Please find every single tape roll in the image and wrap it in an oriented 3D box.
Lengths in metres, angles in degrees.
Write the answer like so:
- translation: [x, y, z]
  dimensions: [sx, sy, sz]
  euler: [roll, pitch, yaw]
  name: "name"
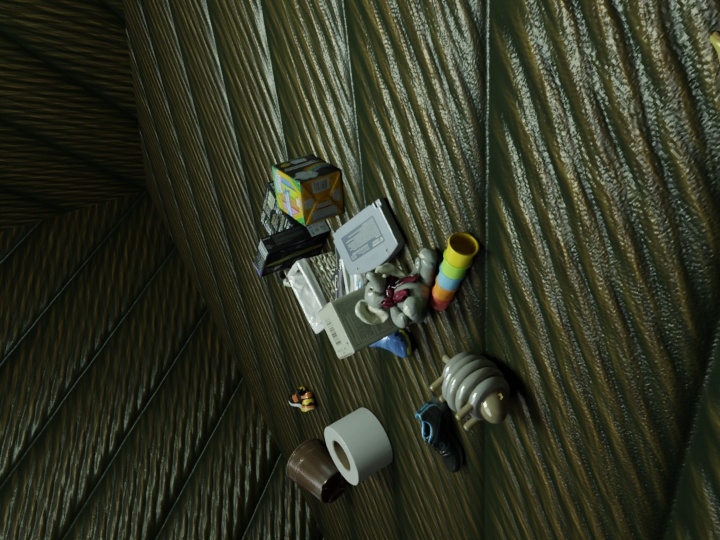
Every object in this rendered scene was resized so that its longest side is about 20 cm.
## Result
- translation: [-0.007, 0.566, 1.749]
  dimensions: [0.203, 0.139, 0.203]
  euler: [43, 145, 40]
  name: "tape roll"

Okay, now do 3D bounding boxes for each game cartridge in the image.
- translation: [0.018, -0.069, 1.284]
  dimensions: [0.200, 0.041, 0.134]
  euler: [-31, 86, 48]
  name: "game cartridge"

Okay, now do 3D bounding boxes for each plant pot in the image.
- translation: [-0.162, 0.822, 2.195]
  dimensions: [0.198, 0.200, 0.201]
  euler: [25, 132, 42]
  name: "plant pot"

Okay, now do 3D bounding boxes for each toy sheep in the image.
- translation: [0.221, 0.231, 1.085]
  dimensions: [0.200, 0.137, 0.138]
  euler: [45, 146, 47]
  name: "toy sheep"

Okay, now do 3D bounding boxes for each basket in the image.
- translation: [-0.105, 0.059, 1.557]
  dimensions: [0.201, 0.123, 0.136]
  euler: [62, 152, 9]
  name: "basket"

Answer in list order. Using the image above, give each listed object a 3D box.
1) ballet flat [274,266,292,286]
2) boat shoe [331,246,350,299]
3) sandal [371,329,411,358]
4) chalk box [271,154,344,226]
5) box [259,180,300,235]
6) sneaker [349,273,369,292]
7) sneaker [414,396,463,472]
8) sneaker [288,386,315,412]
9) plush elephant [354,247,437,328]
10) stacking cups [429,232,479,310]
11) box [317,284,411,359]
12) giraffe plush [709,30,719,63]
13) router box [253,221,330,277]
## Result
- translation: [-0.233, 0.014, 1.695]
  dimensions: [0.068, 0.068, 0.200]
  euler: [41, 170, 19]
  name: "ballet flat"
- translation: [-0.050, 0.022, 1.455]
  dimensions: [0.060, 0.074, 0.201]
  euler: [-8, 99, 19]
  name: "boat shoe"
- translation: [0.054, 0.178, 1.399]
  dimensions: [0.200, 0.087, 0.080]
  euler: [23, 128, 52]
  name: "sandal"
- translation: [-0.149, -0.220, 1.425]
  dimensions: [0.200, 0.124, 0.124]
  euler: [37, 140, 47]
  name: "chalk box"
- translation: [-0.226, -0.158, 1.652]
  dimensions: [0.164, 0.086, 0.200]
  euler: [57, 151, 19]
  name: "box"
- translation: [0.000, 0.000, 1.399]
  dimensions: [0.072, 0.072, 0.201]
  euler: [-6, 100, 19]
  name: "sneaker"
- translation: [0.190, 0.415, 1.335]
  dimensions: [0.073, 0.082, 0.201]
  euler: [-6, 106, 60]
  name: "sneaker"
- translation: [-0.243, 0.520, 2.241]
  dimensions: [0.200, 0.070, 0.091]
  euler: [2, 97, 61]
  name: "sneaker"
- translation: [0.073, 0.045, 1.168]
  dimensions: [0.154, 0.165, 0.200]
  euler: [14, 154, 13]
  name: "plush elephant"
- translation: [0.175, 0.011, 1.075]
  dimensions: [0.061, 0.060, 0.200]
  euler: [53, 150, 26]
  name: "stacking cups"
- translation: [0.021, 0.105, 1.276]
  dimensions: [0.128, 0.199, 0.109]
  euler: [64, 153, 7]
  name: "box"
- translation: [0.378, -0.179, 0.443]
  dimensions: [0.173, 0.162, 0.201]
  euler: [42, 143, 40]
  name: "giraffe plush"
- translation: [-0.198, -0.066, 1.547]
  dimensions: [0.052, 0.199, 0.157]
  euler: [59, 151, 14]
  name: "router box"
